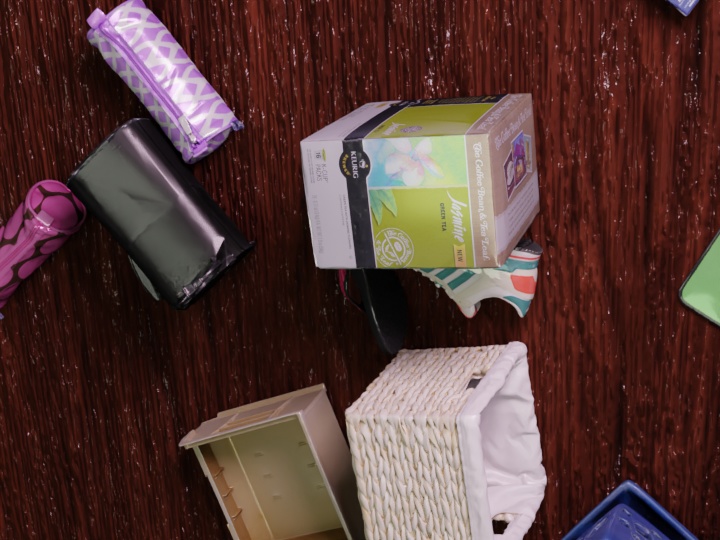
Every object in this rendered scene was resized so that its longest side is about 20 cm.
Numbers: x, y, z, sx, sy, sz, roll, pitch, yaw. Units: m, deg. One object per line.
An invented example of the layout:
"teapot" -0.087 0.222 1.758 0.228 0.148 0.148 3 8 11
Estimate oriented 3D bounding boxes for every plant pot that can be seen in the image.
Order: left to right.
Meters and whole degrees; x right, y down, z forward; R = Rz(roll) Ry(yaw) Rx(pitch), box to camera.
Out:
"plant pot" 0.292 0.367 1.236 0.199 0.180 0.201 40 118 3

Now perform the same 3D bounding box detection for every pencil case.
"pencil case" -0.435 -0.026 1.428 0.200 0.094 0.091 -41 91 27
"pencil case" -0.225 -0.213 1.285 0.084 0.085 0.201 -40 91 29

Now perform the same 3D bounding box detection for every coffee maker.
"coffee maker" -0.224 -0.069 1.280 0.135 0.192 0.200 -42 92 -16

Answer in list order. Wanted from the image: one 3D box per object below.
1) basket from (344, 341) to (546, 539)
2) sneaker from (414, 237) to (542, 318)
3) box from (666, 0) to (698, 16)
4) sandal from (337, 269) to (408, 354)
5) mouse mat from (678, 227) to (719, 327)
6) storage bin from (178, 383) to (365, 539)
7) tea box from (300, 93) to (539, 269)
"basket" 0.100 0.207 1.248 0.158 0.198 0.204 -3 108 26
"sneaker" 0.100 0.004 1.243 0.196 0.070 0.095 7 105 16
"box" 0.271 -0.354 1.071 0.199 0.032 0.122 39 117 3
"sandal" 0.000 0.000 1.285 0.045 0.075 0.203 -21 93 33
"mouse mat" 0.438 -0.009 1.143 0.159 0.008 0.202 32 118 8
"storage bin" -0.103 0.269 1.403 0.196 0.094 0.203 -18 102 25
"tea box" 0.069 -0.094 1.147 0.193 0.200 0.136 -1 108 22
